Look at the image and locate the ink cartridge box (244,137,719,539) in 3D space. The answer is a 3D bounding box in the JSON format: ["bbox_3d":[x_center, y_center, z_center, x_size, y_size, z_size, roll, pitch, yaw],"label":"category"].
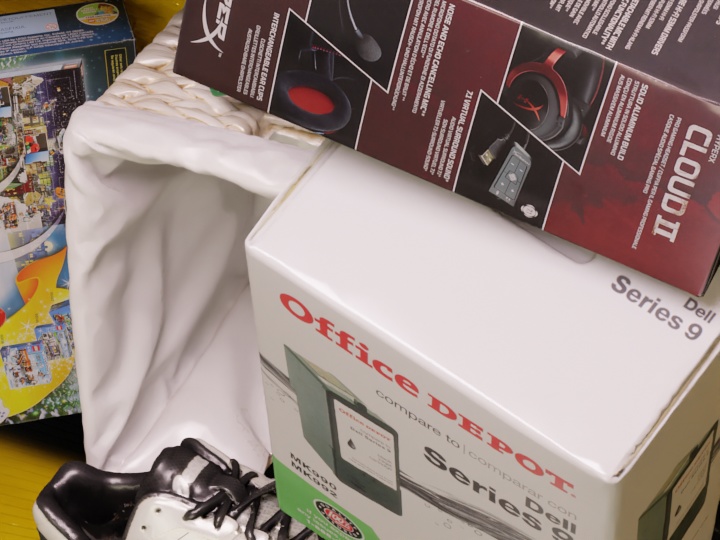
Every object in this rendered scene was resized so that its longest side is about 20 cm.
[{"bbox_3d":[0.044,0.045,0.955,0.146,0.084,0.200,32,157,18],"label":"ink cartridge box"}]

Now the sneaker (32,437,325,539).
[{"bbox_3d":[-0.048,0.109,1.126,0.199,0.076,0.088,-8,121,32],"label":"sneaker"}]

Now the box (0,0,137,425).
[{"bbox_3d":[-0.162,-0.019,1.278,0.136,0.038,0.201,-9,127,-10],"label":"box"}]

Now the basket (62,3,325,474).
[{"bbox_3d":[0.000,0.000,1.175,0.197,0.161,0.201,14,129,16],"label":"basket"}]

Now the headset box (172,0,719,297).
[{"bbox_3d":[0.064,-0.089,0.886,0.199,0.149,0.075,23,133,8],"label":"headset box"}]

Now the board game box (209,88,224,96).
[{"bbox_3d":[0.050,-0.121,1.075,0.199,0.135,0.029,-4,121,29],"label":"board game box"}]

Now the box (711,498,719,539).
[{"bbox_3d":[0.146,0.012,1.063,0.200,0.160,0.049,45,142,-16],"label":"box"}]
